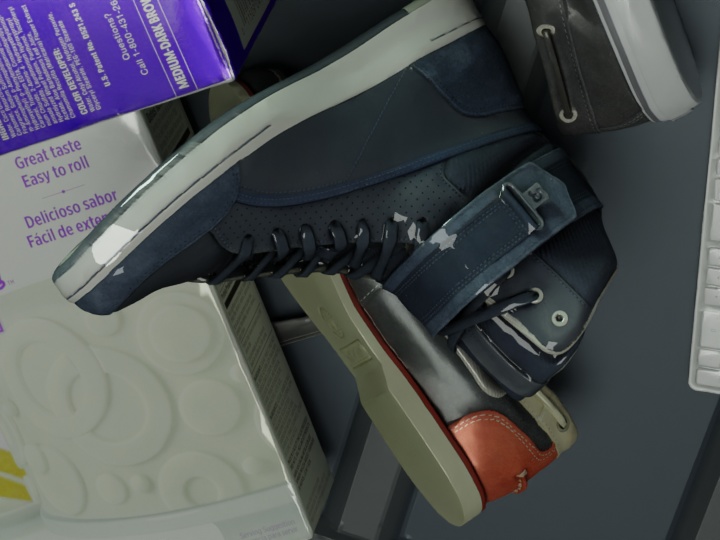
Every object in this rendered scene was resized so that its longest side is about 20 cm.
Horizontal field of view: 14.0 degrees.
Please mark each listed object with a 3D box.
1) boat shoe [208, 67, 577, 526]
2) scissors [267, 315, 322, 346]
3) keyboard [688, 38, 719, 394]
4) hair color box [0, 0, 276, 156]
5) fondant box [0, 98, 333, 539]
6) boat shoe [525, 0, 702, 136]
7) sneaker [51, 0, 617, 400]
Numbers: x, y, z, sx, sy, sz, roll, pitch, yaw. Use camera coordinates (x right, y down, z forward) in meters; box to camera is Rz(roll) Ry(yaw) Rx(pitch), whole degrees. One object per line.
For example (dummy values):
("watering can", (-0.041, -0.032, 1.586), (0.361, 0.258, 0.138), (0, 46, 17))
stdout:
("boat shoe", (0.011, 0.002, 1.148), (0.062, 0.071, 0.200), (-33, 93, -15))
("scissors", (-0.087, 0.043, 1.215), (0.199, 0.014, 0.073), (1, 113, 9))
("keyboard", (0.162, -0.039, 1.129), (0.056, 0.011, 0.201), (6, 116, 7))
("hair color box", (-0.136, -0.088, 1.105), (0.199, 0.109, 0.065), (-18, 111, 17))
("fondant box", (-0.114, 0.028, 1.174), (0.144, 0.058, 0.201), (-17, 107, 16))
("boat shoe", (0.061, -0.136, 1.074), (0.066, 0.070, 0.200), (-19, 118, 17))
("sneaker", (0.001, -0.001, 1.066), (0.146, 0.202, 0.077), (57, 154, 1))
